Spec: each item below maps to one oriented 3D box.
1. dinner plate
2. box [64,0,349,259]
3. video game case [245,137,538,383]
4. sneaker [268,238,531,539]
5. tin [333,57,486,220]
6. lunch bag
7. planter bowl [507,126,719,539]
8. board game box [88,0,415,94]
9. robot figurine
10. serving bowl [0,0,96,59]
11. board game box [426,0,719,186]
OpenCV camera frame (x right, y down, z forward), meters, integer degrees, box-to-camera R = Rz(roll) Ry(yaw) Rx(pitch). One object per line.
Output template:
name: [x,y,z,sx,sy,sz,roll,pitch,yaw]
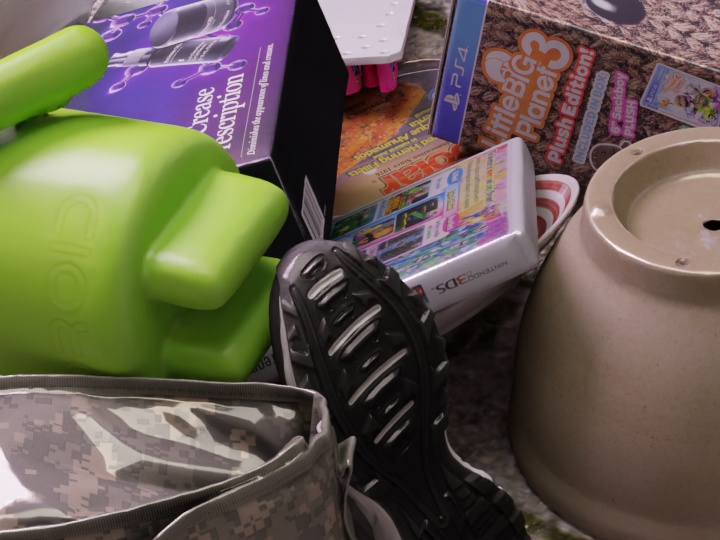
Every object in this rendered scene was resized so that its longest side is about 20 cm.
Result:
dinner plate: [0.024,0.011,1.127,0.199,0.024,0.200,-28,11,6]
box: [-0.088,-0.060,1.128,0.140,0.079,0.200,-17,31,14]
video game case: [0.000,0.000,1.101,0.181,0.024,0.200,-24,12,10]
sneaker: [0.002,0.069,0.972,0.074,0.201,0.079,-41,38,-22]
tin: [0.006,-0.061,1.277,0.199,0.042,0.112,-25,36,-25]
lunch bag: [-0.094,0.132,0.916,0.199,0.165,0.118,-6,36,3]
planter bowl: [0.166,0.019,1.061,0.199,0.135,0.201,-3,36,3]
board game box: [-0.066,-0.145,1.373,0.199,0.026,0.200,-3,23,7]
robot figurine: [-0.126,-0.010,0.964,0.199,0.176,0.116,9,44,25]
serving bowl: [-0.210,-0.144,1.331,0.066,0.200,0.200,45,49,0]
board game box: [0.159,-0.124,1.254,0.199,0.097,0.160,18,40,9]
